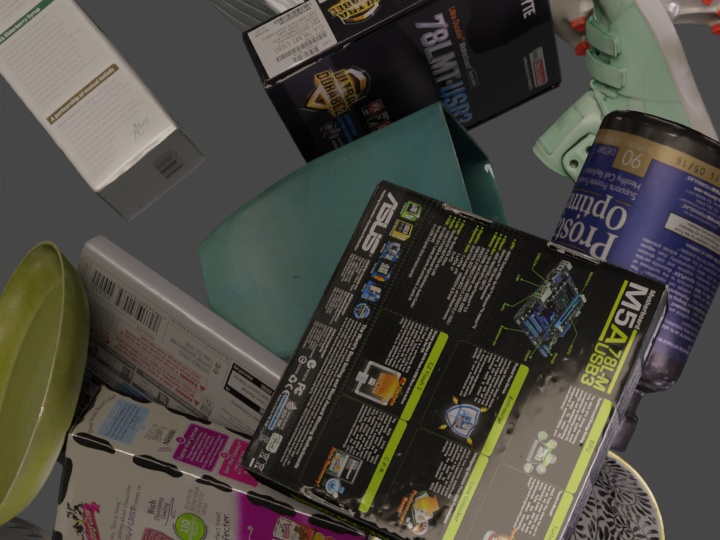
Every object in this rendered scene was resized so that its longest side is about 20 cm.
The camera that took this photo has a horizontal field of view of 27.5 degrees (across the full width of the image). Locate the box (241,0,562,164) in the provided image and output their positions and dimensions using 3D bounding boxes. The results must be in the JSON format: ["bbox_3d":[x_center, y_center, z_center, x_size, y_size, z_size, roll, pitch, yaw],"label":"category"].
[{"bbox_3d":[0.036,-0.145,1.012,0.197,0.200,0.050,-25,68,1],"label":"box"}]

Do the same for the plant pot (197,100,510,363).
[{"bbox_3d":[0.000,0.000,1.018,0.199,0.141,0.142,-19,73,15],"label":"plant pot"}]

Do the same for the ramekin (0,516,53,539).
[{"bbox_3d":[-0.283,0.262,1.008,0.198,0.105,0.202,-2,76,9],"label":"ramekin"}]

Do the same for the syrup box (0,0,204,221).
[{"bbox_3d":[-0.214,-0.142,1.115,0.081,0.079,0.200,-39,73,-2],"label":"syrup box"}]

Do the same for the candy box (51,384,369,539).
[{"bbox_3d":[-0.097,0.172,0.962,0.199,0.061,0.137,18,121,3],"label":"candy box"}]

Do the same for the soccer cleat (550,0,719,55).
[{"bbox_3d":[0.234,-0.208,1.068,0.198,0.069,0.078,-6,58,5],"label":"soccer cleat"}]

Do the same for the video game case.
[{"bbox_3d":[-0.132,0.101,1.013,0.199,0.022,0.183,33,122,15],"label":"video game case"}]

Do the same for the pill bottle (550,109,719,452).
[{"bbox_3d":[0.171,0.008,0.948,0.111,0.112,0.201,23,90,14],"label":"pill bottle"}]

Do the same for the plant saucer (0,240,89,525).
[{"bbox_3d":[-0.224,0.080,0.978,0.031,0.200,0.202,18,76,-26],"label":"plant saucer"}]

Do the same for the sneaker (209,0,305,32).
[{"bbox_3d":[-0.042,-0.206,1.117,0.199,0.073,0.071,33,67,10],"label":"sneaker"}]

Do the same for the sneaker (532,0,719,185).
[{"bbox_3d":[0.163,-0.129,1.014,0.118,0.074,0.201,-27,111,6],"label":"sneaker"}]

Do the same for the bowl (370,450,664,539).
[{"bbox_3d":[0.088,0.171,0.959,0.199,0.094,0.202,-5,116,-10],"label":"bowl"}]

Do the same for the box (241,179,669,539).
[{"bbox_3d":[0.057,0.068,0.866,0.192,0.048,0.201,21,75,17],"label":"box"}]
